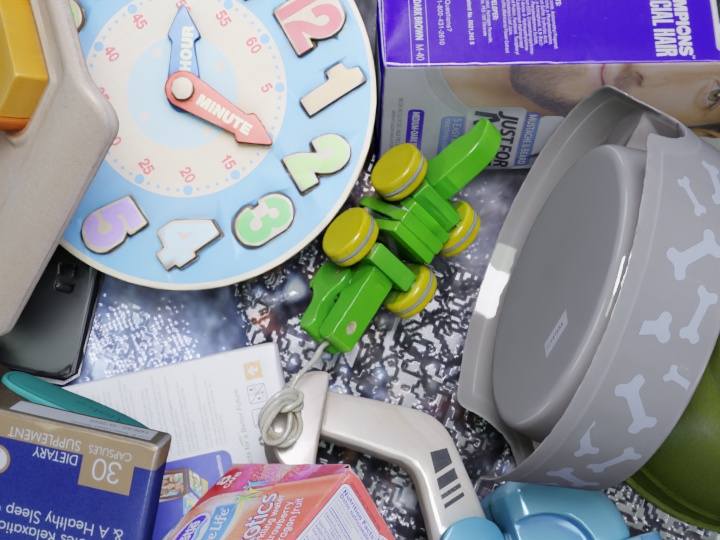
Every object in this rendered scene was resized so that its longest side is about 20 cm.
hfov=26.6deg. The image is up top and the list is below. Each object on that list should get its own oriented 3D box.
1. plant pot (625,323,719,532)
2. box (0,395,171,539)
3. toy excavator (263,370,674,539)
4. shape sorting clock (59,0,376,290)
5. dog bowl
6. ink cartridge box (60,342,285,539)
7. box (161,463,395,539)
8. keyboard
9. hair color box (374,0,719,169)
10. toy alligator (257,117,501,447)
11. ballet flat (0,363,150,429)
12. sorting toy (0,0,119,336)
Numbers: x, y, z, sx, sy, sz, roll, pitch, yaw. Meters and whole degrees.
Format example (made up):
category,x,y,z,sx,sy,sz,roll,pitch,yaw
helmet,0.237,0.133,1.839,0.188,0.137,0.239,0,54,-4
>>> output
category,x,y,z,sx,sy,sz,roll,pitch,yaw
plant pot,0.220,0.037,0.758,0.198,0.193,0.203,0,84,-2
box,-0.169,0.166,0.742,0.120,0.032,0.202,11,99,4
toy excavator,0.062,0.136,0.791,0.193,0.100,0.202,-14,73,-13
shape sorting clock,-0.090,-0.091,0.776,0.198,0.039,0.202,0,87,-2
dog bowl,0.113,0.014,0.735,0.058,0.200,0.202,19,84,-11
ink cartridge box,-0.131,0.106,0.820,0.198,0.037,0.096,-12,84,-5
box,-0.016,0.200,0.734,0.103,0.094,0.201,-46,116,-35
keyboard,-0.238,-0.017,0.836,0.198,0.021,0.128,13,86,-1
hair color box,0.107,-0.105,0.805,0.198,0.110,0.065,-3,65,-2
toy alligator,0.000,0.000,0.785,0.059,0.054,0.201,41,81,-31
ballet flat,-0.199,0.071,0.781,0.199,0.068,0.073,30,96,4
sorting toy,-0.189,-0.096,0.746,0.036,0.185,0.201,-3,57,-36
